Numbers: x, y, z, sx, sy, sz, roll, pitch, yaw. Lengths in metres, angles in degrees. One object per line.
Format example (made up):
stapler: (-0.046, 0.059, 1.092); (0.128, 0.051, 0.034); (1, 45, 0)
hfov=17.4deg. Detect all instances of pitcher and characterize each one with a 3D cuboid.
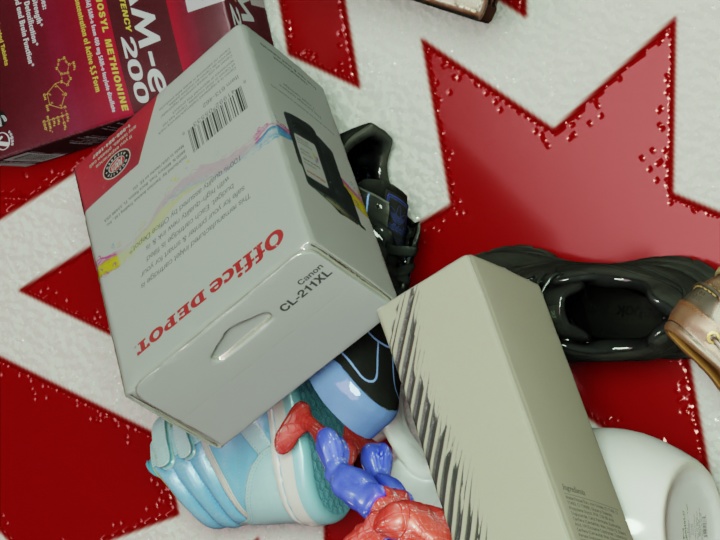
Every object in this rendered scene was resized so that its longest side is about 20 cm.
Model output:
pitcher: (0.100, 0.129, 1.350); (0.200, 0.121, 0.172); (-6, 94, 35)

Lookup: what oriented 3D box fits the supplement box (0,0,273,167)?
supplement box: (-0.158, -0.142, 1.493); (0.199, 0.061, 0.109); (-16, 84, 23)

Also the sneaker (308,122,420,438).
sneaker: (0.000, 0.000, 1.387); (0.078, 0.070, 0.200); (-34, 51, 26)

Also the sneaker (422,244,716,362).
sneaker: (0.108, 0.021, 1.358); (0.199, 0.091, 0.076); (-6, 90, 27)

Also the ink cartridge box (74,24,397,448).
ink cartridge box: (-0.076, -0.020, 1.363); (0.146, 0.083, 0.200); (-38, 42, 19)

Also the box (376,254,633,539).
box: (0.082, 0.098, 1.256); (0.068, 0.082, 0.200); (-32, 60, 24)

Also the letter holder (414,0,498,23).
letter holder: (0.000, -0.241, 1.367); (0.199, 0.101, 0.143); (18, 97, 5)

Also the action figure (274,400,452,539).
action figure: (0.004, 0.153, 1.310); (0.200, 0.065, 0.099); (33, 105, 63)

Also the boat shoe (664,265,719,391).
boat shoe: (0.237, 0.089, 1.290); (0.067, 0.072, 0.200); (-34, 93, -11)

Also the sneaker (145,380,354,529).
sneaker: (-0.084, 0.067, 1.456); (0.130, 0.079, 0.201); (-14, 79, 29)
